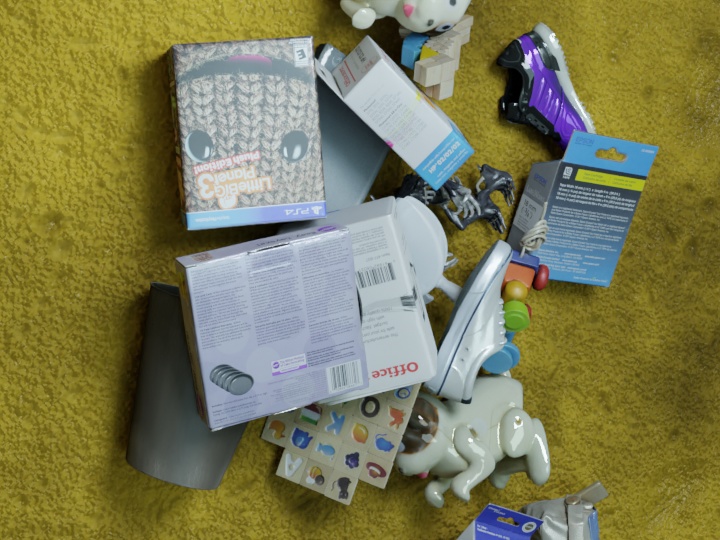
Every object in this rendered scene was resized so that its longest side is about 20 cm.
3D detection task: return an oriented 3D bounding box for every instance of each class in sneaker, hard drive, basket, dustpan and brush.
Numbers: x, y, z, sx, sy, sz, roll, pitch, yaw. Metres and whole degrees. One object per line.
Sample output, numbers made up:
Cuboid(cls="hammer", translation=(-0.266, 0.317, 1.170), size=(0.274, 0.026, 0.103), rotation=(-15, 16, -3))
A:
Cuboid(cls="sneaker", translation=(0.144, 0.064, 1.628), size=(0.070, 0.073, 0.202), rotation=(25, 95, -3))
Cuboid(cls="sneaker", translation=(0.231, -0.209, 1.755), size=(0.099, 0.070, 0.201), rotation=(-31, 111, -10))
Cuboid(cls="hard drive", translation=(-0.037, -0.150, 1.633), size=(0.139, 0.033, 0.202), rotation=(31, 81, -27))
Cuboid(cls="basket", translation=(-0.185, 0.133, 1.537), size=(0.179, 0.136, 0.202), rotation=(17, 92, -33))
Cuboid(cls="dustpan and brush", translation=(0.072, 0.001, 1.643), size=(0.200, 0.057, 0.139), rotation=(39, 111, -22))

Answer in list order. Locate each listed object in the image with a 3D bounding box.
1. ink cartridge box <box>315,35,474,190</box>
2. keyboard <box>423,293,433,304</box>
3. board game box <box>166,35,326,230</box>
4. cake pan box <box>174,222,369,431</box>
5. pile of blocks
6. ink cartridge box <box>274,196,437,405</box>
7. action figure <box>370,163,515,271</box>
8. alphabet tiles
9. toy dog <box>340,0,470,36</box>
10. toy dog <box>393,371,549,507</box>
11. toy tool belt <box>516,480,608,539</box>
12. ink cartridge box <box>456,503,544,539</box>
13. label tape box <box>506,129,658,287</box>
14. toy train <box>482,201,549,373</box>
Cuboid(cls="ink cartridge box", translation=(0.033, -0.196, 1.569), size=(0.068, 0.115, 0.200), rotation=(-44, 112, 10))
Cuboid(cls="keyboard", translation=(0.000, 0.000, 1.663), size=(0.199, 0.056, 0.011), rotation=(32, 40, -28))
Cuboid(cls="board game box", translation=(-0.128, -0.154, 1.520), size=(0.157, 0.097, 0.203), rotation=(-6, 97, -10))
Cuboid(cls="cake pan box", translation=(-0.089, 0.057, 1.462), size=(0.198, 0.052, 0.186), rotation=(-14, 110, -19))
Cuboid(cls="pile of blocks", translation=(0.081, -0.253, 1.623), size=(0.081, 0.201, 0.063), rotation=(9, 122, 8))
Cuboid(cls="ink cartridge box", translation=(-0.005, 0.035, 1.560), size=(0.144, 0.084, 0.202), rotation=(-13, 107, 8))
Cuboid(cls="action figure", translation=(0.103, -0.071, 1.673), size=(0.198, 0.102, 0.119), rotation=(-13, 144, -32))
Cuboid(cls="alphabet tiles", translation=(-0.024, 0.168, 1.632), size=(0.165, 0.006, 0.202), rotation=(19, 86, 15))
Cuboid(cls="toy dog", translation=(0.036, -0.349, 1.569), size=(0.199, 0.140, 0.194), rotation=(37, 36, 6))
Cuboid(cls="toy dog", translation=(0.117, 0.198, 1.695), size=(0.198, 0.139, 0.196), rotation=(0, 88, -27))
Cuboid(cls="toy tool belt", translation=(0.294, 0.391, 1.829), size=(0.122, 0.125, 0.202), rotation=(-16, 105, -17))
Cuboid(cls="ink cartridge box", translation=(0.147, 0.384, 1.741), size=(0.094, 0.037, 0.201), rotation=(21, 118, -28))
Cuboid(cls="label tape box", translation=(0.284, -0.087, 1.766), size=(0.143, 0.063, 0.202), rotation=(7, 110, -29))
Cuboid(cls="toy train", translation=(0.192, 0.025, 1.680), size=(0.084, 0.116, 0.201), rotation=(14, 131, -5))
